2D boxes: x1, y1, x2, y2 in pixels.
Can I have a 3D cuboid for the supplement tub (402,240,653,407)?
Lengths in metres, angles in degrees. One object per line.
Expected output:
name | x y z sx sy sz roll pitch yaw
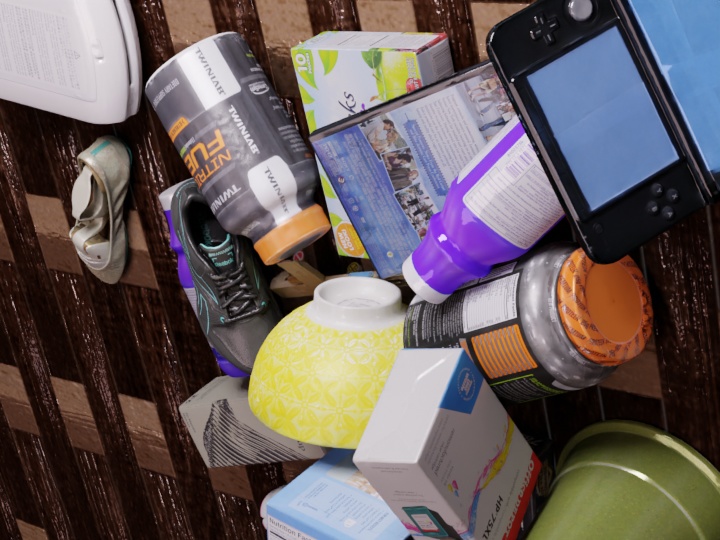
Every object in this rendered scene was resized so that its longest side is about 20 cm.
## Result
supplement tub | 0.139 0.047 1.347 0.199 0.122 0.123 -19 103 47

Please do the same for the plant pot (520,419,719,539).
plant pot | 0.204 0.264 1.381 0.199 0.190 0.202 24 132 30

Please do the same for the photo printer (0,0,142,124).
photo printer | -0.301 -0.237 1.608 0.199 0.069 0.168 16 126 35

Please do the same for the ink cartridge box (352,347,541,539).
ink cartridge box | 0.084 0.171 1.336 0.067 0.117 0.200 -4 137 37

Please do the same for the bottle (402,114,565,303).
bottle | 0.112 -0.052 1.288 0.083 0.065 0.200 36 121 -13

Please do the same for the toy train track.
toy train track | 0.000 0.000 1.504 0.199 0.033 0.115 -5 151 37

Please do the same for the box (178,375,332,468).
box | -0.095 0.152 1.677 0.199 0.068 0.083 -13 107 47

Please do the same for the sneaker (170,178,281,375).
sneaker | -0.130 0.010 1.523 0.079 0.075 0.201 -171 57 -84

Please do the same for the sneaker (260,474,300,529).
sneaker | -0.023 0.294 1.691 0.200 0.081 0.088 48 137 13

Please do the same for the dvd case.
dvd case | 0.072 -0.085 1.332 0.199 0.018 0.143 -19 109 25

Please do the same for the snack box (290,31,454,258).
snack box | 0.026 -0.106 1.403 0.141 0.053 0.202 8 121 40

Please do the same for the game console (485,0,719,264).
game console | 0.216 -0.126 1.169 0.201 0.172 0.119 62 165 -9

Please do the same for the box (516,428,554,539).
box | 0.098 0.227 1.565 0.197 0.050 0.202 18 128 35

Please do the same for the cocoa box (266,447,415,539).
cocoa box | 0.025 0.232 1.448 0.133 0.200 0.132 20 127 31

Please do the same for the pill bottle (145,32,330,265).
pill bottle | -0.105 -0.107 1.468 0.106 0.106 0.201 -37 82 49

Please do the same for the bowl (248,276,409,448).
bowl | -0.004 0.069 1.454 0.199 0.199 0.109 16 115 35

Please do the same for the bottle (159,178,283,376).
bottle | -0.139 0.007 1.612 0.083 0.065 0.201 -11 108 45

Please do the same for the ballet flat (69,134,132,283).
ballet flat | -0.286 -0.058 1.719 0.067 0.062 0.201 32 134 24
